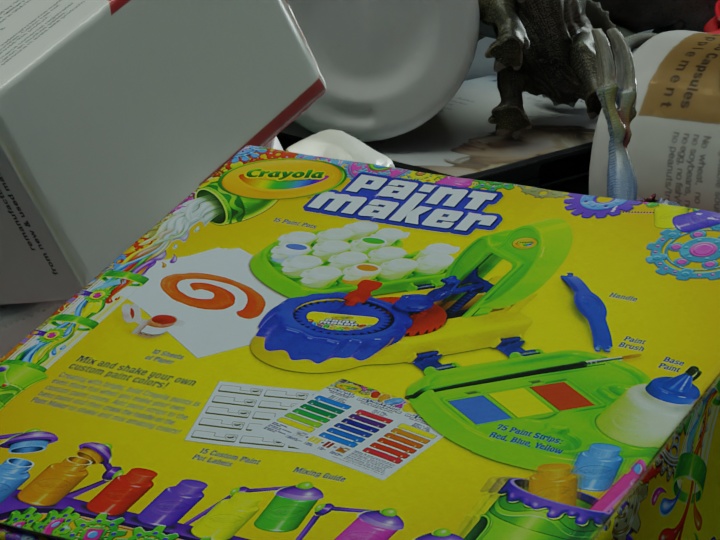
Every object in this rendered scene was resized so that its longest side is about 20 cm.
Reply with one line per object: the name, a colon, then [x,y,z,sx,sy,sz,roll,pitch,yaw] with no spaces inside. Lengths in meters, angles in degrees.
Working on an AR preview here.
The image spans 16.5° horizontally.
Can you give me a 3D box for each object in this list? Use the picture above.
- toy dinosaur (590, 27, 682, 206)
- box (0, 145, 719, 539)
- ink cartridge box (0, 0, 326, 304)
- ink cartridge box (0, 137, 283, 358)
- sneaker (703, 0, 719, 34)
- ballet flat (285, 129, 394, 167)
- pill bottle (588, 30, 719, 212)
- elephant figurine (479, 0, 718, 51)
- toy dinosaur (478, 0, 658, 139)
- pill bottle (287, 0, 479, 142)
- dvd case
toy dinosaur: [0.074,0.024,0.894,0.181,0.202,0.105,-5,-14,-43]
box: [0.007,0.072,0.688,0.199,0.123,0.193,10,37,33]
ink cartridge box: [-0.136,-0.056,0.945,0.199,0.084,0.144,-4,31,46]
ink cartridge box: [-0.115,0.001,0.965,0.199,0.045,0.176,-23,20,9]
sneaker: [0.178,-0.089,1.208,0.199,0.079,0.115,-2,17,-33]
ballet flat: [-0.029,-0.021,1.013,0.199,0.069,0.068,-2,-24,32]
pill bottle: [0.201,-0.030,0.983,0.199,0.115,0.114,10,24,33]
elephant figurine: [0.110,-0.157,1.324,0.199,0.156,0.142,-13,56,-22]
toy dinosaur: [0.082,-0.130,1.181,0.077,0.200,0.103,-22,37,15]
pill bottle: [-0.009,-0.137,1.231,0.110,0.112,0.200,-6,15,-5]
dvd case: [0.066,-0.068,1.225,0.142,0.018,0.199,15,22,43]
